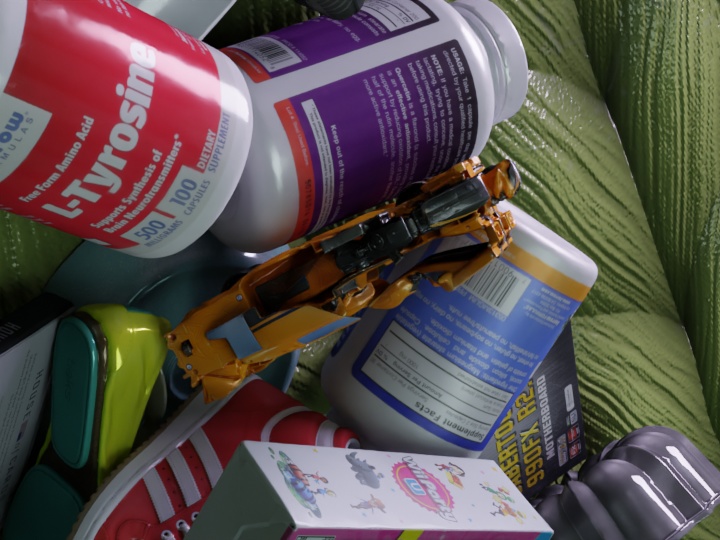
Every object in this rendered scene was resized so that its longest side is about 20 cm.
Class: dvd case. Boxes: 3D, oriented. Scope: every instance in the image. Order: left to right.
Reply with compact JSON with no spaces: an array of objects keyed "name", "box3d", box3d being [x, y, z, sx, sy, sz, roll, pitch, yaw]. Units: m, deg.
[{"name":"dvd case","box3d":[-0.214,0.106,0.729,0.151,0.025,0.200,-68,172,21]}]

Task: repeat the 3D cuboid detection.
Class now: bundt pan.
[{"name":"bundt pan","box3d":[0.177,0.186,1.103,0.201,0.076,0.202,-33,172,-5]}]

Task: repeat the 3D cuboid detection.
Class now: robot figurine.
[{"name":"robot figurine","box3d":[0.000,0.000,0.786,0.199,0.145,0.058,-26,92,16]}]

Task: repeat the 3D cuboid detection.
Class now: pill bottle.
[{"name":"pill bottle","box3d":[-0.155,-0.084,0.667,0.200,0.112,0.113,21,97,-44]},{"name":"pill bottle","box3d":[-0.003,-0.092,0.835,0.199,0.112,0.113,-23,125,-29]},{"name":"pill bottle","box3d":[0.046,0.052,0.888,0.112,0.112,0.200,24,103,-44]}]

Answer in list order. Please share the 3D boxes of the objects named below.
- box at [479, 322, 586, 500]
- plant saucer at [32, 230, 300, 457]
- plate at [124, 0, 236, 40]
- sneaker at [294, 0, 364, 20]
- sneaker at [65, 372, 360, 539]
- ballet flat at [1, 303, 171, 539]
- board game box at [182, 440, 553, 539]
[{"name":"box","box3d":[0.082,0.092,1.046,0.158,0.048,0.201,-31,128,-26]},{"name":"plant saucer","box3d":[-0.107,0.054,0.877,0.199,0.036,0.201,-19,123,-32]},{"name":"plate","box3d":[-0.160,-0.159,0.725,0.200,0.032,0.200,-51,133,-7]},{"name":"sneaker","box3d":[-0.080,-0.169,0.723,0.200,0.066,0.091,35,90,-41]},{"name":"sneaker","box3d":[-0.074,0.137,0.791,0.200,0.112,0.071,-51,156,-41]},{"name":"ballet flat","box3d":[-0.146,0.107,0.812,0.067,0.067,0.201,-8,124,-45]},{"name":"board game box","box3d":[-0.010,0.172,0.787,0.200,0.064,0.148,10,119,-46]}]
